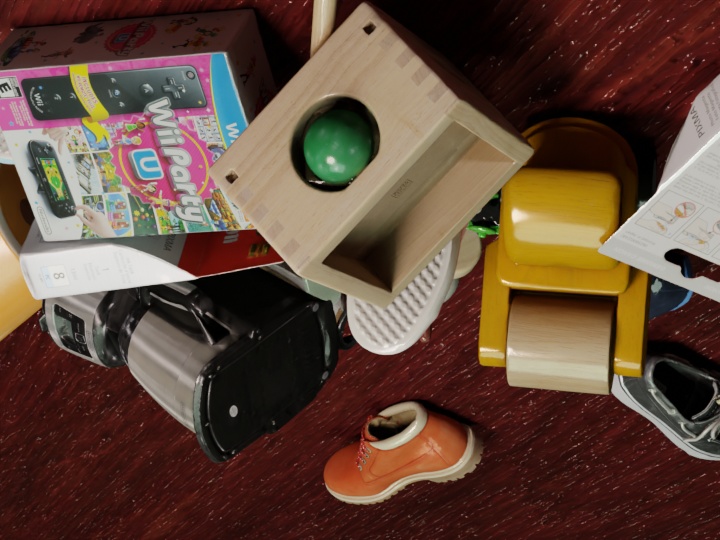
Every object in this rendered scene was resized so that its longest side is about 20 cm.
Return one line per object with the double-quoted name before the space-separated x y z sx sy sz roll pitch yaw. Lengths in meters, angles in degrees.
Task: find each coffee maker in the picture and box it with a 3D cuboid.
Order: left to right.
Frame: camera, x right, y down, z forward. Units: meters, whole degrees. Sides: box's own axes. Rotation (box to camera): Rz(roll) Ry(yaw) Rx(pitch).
"coffee maker" -0.123 0.037 1.703 0.200 0.135 0.192 32 -149 34

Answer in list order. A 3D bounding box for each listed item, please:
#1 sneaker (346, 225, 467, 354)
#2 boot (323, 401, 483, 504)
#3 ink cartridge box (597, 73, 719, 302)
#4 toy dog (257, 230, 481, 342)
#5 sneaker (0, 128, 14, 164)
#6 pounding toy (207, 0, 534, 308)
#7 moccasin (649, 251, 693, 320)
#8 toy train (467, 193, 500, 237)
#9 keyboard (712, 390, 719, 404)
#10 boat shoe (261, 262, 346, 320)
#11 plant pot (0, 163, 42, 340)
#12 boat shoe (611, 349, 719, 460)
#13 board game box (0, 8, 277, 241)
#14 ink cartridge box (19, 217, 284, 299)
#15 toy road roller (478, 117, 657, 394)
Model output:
"sneaker" 0.052 -0.031 1.561 0.075 0.201 0.105 11 173 21
"boot" 0.021 0.187 2.263 0.199 0.075 0.107 -22 141 37
"ink cartridge box" 0.282 -0.065 1.492 0.162 0.057 0.200 21 135 -30
"toy dog" 0.000 0.000 1.763 0.199 0.097 0.132 6 157 13
"sneaker" -0.263 -0.116 1.653 0.199 0.074 0.082 8 -171 -14
"pounding toy" -0.001 -0.101 1.428 0.142 0.184 0.200 47 -170 23
"moccasin" 0.189 0.023 1.804 0.068 0.081 0.200 8 150 -39
"toy train" 0.119 -0.042 1.703 0.199 0.042 0.056 10 178 8
"keyboard" 0.394 0.095 1.899 0.127 0.021 0.200 13 141 -31
"boat shoe" -0.098 0.011 1.872 0.199 0.069 0.075 20 155 -25
"plant pot" -0.331 -0.016 1.760 0.183 0.201 0.200 -24 144 26
"boat shoe" 0.317 0.124 1.993 0.199 0.074 0.068 37 160 -33
"board game box" -0.155 -0.103 1.541 0.199 0.064 0.148 -3 124 22
"ink cartridge box" -0.148 -0.050 1.645 0.199 0.160 0.047 -8 121 12
"toy road roller" 0.149 -0.011 1.567 0.122 0.201 0.146 4 179 11
